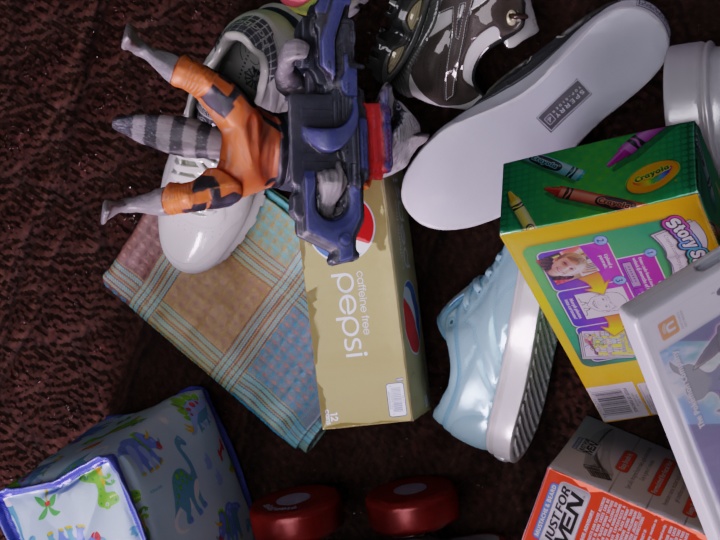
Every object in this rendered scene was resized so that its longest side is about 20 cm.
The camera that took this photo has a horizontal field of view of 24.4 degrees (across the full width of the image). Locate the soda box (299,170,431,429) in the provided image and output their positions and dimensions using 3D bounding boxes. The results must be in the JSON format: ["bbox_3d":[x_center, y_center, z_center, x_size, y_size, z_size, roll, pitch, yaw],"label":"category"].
[{"bbox_3d":[0.000,0.000,1.102,0.064,0.068,0.201,-6,91,13],"label":"soda box"}]

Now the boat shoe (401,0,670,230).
[{"bbox_3d":[0.111,-0.098,1.050,0.200,0.057,0.069,-37,102,16],"label":"boat shoe"}]

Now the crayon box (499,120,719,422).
[{"bbox_3d":[0.173,0.007,1.006,0.118,0.058,0.200,-12,137,22],"label":"crayon box"}]

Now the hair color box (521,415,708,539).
[{"bbox_3d":[0.214,0.171,1.060,0.199,0.111,0.064,23,109,14],"label":"hair color box"}]

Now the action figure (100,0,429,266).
[{"bbox_3d":[-0.054,-0.104,1.025,0.192,0.105,0.201,7,85,-10],"label":"action figure"}]

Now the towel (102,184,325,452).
[{"bbox_3d":[-0.076,0.017,1.179,0.200,0.022,0.147,38,112,8],"label":"towel"}]

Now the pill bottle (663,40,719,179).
[{"bbox_3d":[0.282,-0.101,0.969,0.199,0.112,0.113,-6,101,21],"label":"pill bottle"}]

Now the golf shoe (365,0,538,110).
[{"bbox_3d":[0.081,-0.194,1.050,0.094,0.078,0.201,26,117,1],"label":"golf shoe"}]

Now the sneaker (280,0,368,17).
[{"bbox_3d":[0.005,-0.242,1.050,0.078,0.090,0.201,30,110,11],"label":"sneaker"}]

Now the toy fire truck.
[{"bbox_3d":[-0.002,0.218,1.111,0.199,0.168,0.113,-7,101,9],"label":"toy fire truck"}]

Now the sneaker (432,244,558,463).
[{"bbox_3d":[0.089,0.023,1.093,0.082,0.074,0.201,18,102,22],"label":"sneaker"}]

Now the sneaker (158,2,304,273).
[{"bbox_3d":[-0.098,-0.084,1.111,0.076,0.080,0.201,26,114,10],"label":"sneaker"}]

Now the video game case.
[{"bbox_3d":[0.255,0.055,0.946,0.182,0.023,0.201,-31,120,-8],"label":"video game case"}]

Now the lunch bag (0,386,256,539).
[{"bbox_3d":[-0.146,0.206,1.168,0.127,0.170,0.201,-21,96,23],"label":"lunch bag"}]
